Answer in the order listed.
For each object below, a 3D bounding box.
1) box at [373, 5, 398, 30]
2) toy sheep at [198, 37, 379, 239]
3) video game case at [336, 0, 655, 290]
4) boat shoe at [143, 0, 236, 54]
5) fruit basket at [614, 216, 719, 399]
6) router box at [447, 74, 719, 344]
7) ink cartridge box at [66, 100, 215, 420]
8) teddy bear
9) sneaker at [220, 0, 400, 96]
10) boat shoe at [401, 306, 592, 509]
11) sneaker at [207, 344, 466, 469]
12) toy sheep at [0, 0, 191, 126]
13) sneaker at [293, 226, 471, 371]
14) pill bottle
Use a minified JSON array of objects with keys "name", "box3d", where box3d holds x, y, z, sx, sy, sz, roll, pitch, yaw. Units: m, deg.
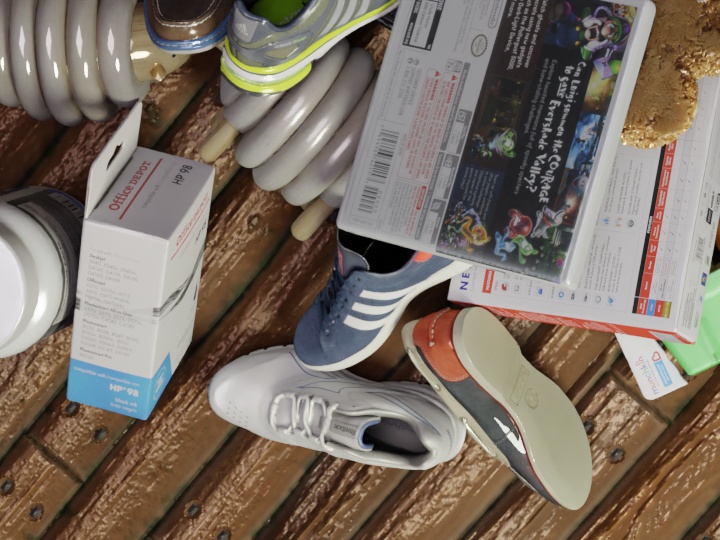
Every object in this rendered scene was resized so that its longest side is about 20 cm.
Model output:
[{"name":"box","box3d":[0.108,-0.238,1.630,0.160,0.044,0.201,32,87,16]},{"name":"toy sheep","box3d":[-0.041,-0.113,1.655,0.200,0.138,0.138,38,101,-16]},{"name":"video game case","box3d":[0.091,-0.104,1.546,0.181,0.023,0.202,15,86,26]},{"name":"boat shoe","box3d":[-0.120,-0.238,1.624,0.072,0.201,0.073,-2,137,6]},{"name":"fruit basket","box3d":[0.249,-0.033,1.662,0.184,0.094,0.201,-27,77,10]},{"name":"router box","box3d":[0.168,-0.061,1.625,0.178,0.049,0.202,9,83,27]},{"name":"ink cartridge box","box3d":[-0.159,-0.008,1.662,0.066,0.116,0.201,15,123,7]},{"name":"teddy bear","box3d":[0.226,-0.171,1.565,0.144,0.067,0.202,0,70,21]},{"name":"sneaker","box3d":[-0.017,-0.205,1.572,0.074,0.081,0.200,38,69,15]},{"name":"boat shoe","box3d":[0.104,0.103,1.677,0.062,0.071,0.200,-12,130,38]},{"name":"sneaker","box3d":[-0.021,0.105,1.705,0.198,0.087,0.075,9,100,8]},{"name":"toy sheep","box3d":[-0.219,-0.170,1.679,0.198,0.138,0.139,-3,96,9]},{"name":"sneaker","box3d":[0.000,0.000,1.646,0.200,0.084,0.075,-43,48,32]},{"name":"pill bottle","box3d":[-0.262,0.002,1.663,0.113,0.200,0.115,1,97,8]}]
